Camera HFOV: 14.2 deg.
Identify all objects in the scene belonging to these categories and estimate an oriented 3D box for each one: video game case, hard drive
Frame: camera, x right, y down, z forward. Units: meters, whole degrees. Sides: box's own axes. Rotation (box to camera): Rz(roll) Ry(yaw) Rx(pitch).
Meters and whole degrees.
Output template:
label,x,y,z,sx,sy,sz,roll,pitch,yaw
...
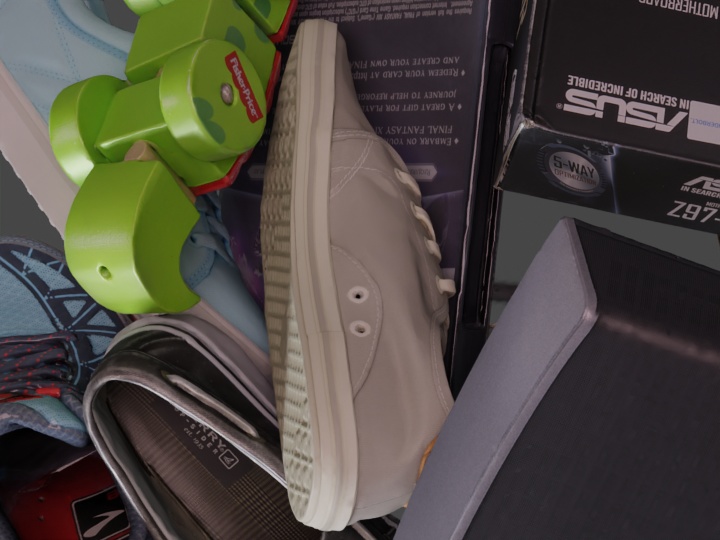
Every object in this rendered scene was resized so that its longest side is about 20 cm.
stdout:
label,x,y,z,sx,sy,sz,roll,pitch,yaw
video game case,-0.002,-0.030,1.002,0.143,0.019,0.200,3,87,52
hard drive,0.079,0.092,0.864,0.135,0.042,0.200,20,119,-5

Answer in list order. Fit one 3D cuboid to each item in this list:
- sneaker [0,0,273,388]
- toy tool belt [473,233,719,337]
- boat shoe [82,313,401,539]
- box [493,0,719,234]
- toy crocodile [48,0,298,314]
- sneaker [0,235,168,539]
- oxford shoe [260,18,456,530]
label,x,y,z,sx,sy,sz,roll,pitch,yaw
sneaker,-0.076,-0.043,1.020,0.082,0.074,0.200,-39,72,1
toy tool belt,0.139,0.047,0.989,0.200,0.123,0.125,-6,100,20
boat shoe,-0.021,0.102,0.940,0.200,0.071,0.072,44,113,2
box,0.152,-0.084,0.928,0.200,0.044,0.160,12,62,-3
toy crocodile,-0.052,-0.075,0.981,0.067,0.062,0.200,-15,44,36
sneaker,-0.102,0.055,0.995,0.079,0.096,0.200,-31,55,4
oxford shoe,0.000,0.000,0.941,0.058,0.075,0.200,1,49,-10
